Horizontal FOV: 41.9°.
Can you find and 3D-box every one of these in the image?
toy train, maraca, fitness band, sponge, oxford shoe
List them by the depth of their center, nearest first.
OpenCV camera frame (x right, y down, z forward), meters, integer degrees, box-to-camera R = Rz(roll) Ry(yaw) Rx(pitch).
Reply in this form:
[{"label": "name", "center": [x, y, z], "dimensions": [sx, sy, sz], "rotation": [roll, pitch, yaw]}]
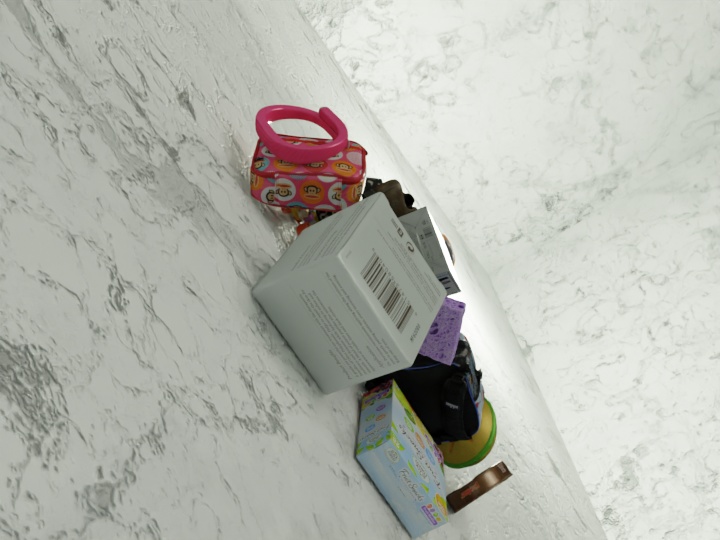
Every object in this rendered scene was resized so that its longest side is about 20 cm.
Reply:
[{"label": "sponge", "center": [0.066, 0.071, 1.522], "dimensions": [0.030, 0.199, 0.112], "rotation": [-53, 157, -52]}, {"label": "fitness band", "center": [-0.101, -0.241, 1.626], "dimensions": [0.200, 0.143, 0.038], "rotation": [-128, -144, -49]}, {"label": "oxford shoe", "center": [0.067, -0.088, 1.646], "dimensions": [0.073, 0.084, 0.200], "rotation": [51, -9, 29]}, {"label": "toy train", "center": [-0.100, -0.076, 1.711], "dimensions": [0.200, 0.055, 0.151], "rotation": [-28, 97, -79]}, {"label": "maraca", "center": [0.190, 0.282, 1.769], "dimensions": [0.107, 0.137, 0.200], "rotation": [46, 23, -37]}]

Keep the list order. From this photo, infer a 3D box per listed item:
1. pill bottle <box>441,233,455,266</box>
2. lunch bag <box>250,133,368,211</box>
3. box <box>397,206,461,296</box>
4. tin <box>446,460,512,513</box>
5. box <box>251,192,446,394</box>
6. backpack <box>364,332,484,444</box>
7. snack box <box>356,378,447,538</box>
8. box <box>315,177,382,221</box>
[{"label": "pill bottle", "center": [0.091, -0.010, 1.919], "dimensions": [0.106, 0.199, 0.106], "rotation": [50, 29, -41]}, {"label": "lunch bag", "center": [-0.088, -0.178, 1.641], "dimensions": [0.176, 0.199, 0.082], "rotation": [-87, -177, -57]}, {"label": "box", "center": [0.115, -0.022, 1.579], "dimensions": [0.200, 0.060, 0.117], "rotation": [40, 30, -75]}, {"label": "tin", "center": [0.218, 0.396, 1.727], "dimensions": [0.042, 0.112, 0.200], "rotation": [52, 9, 15]}, {"label": "box", "center": [-0.011, 0.034, 1.391], "dimensions": [0.199, 0.171, 0.200], "rotation": [56, 34, -16]}, {"label": "backpack", "center": [0.127, 0.208, 1.638], "dimensions": [0.154, 0.199, 0.191], "rotation": [-59, 137, -50]}, {"label": "snack box", "center": [0.067, 0.289, 1.469], "dimensions": [0.169, 0.068, 0.200], "rotation": [57, 14, -16]}, {"label": "box", "center": [0.000, -0.079, 1.735], "dimensions": [0.159, 0.049, 0.201], "rotation": [0, 64, -42]}]
